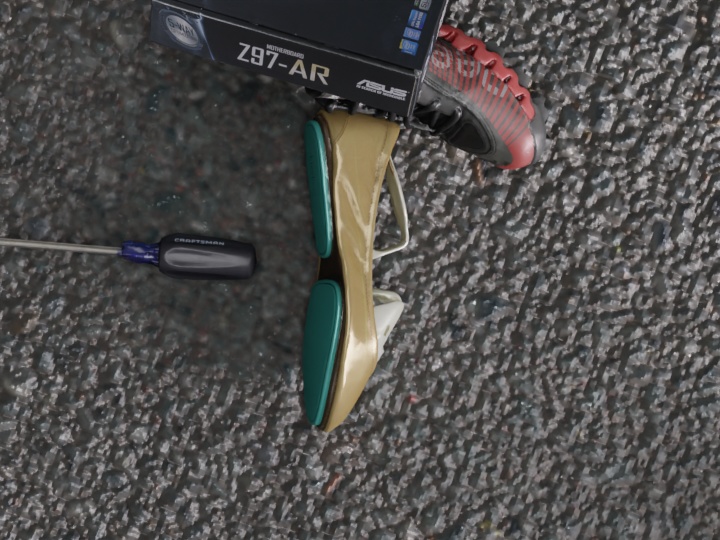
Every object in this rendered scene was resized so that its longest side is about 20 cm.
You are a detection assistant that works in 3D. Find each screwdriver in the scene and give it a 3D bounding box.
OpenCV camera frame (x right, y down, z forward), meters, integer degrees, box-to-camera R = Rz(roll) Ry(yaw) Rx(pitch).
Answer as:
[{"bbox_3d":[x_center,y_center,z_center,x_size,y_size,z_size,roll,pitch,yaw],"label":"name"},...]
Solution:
[{"bbox_3d":[-0.163,-0.017,1.492,0.200,0.028,0.029,9,63,-3],"label":"screwdriver"}]

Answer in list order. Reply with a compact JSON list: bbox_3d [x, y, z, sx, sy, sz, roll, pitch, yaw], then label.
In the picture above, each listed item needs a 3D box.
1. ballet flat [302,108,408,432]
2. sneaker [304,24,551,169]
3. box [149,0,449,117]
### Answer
[{"bbox_3d":[0.000,0.000,1.484,0.063,0.069,0.200,-1,96,-17],"label":"ballet flat"},{"bbox_3d":[0.022,-0.118,1.458,0.200,0.071,0.098,40,57,-4],"label":"sneaker"},{"bbox_3d":[-0.018,-0.200,1.416,0.160,0.044,0.200,17,60,3],"label":"box"}]
